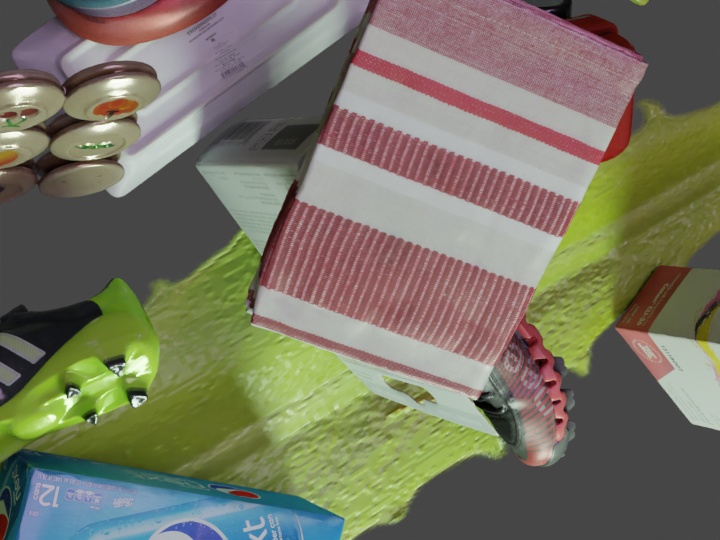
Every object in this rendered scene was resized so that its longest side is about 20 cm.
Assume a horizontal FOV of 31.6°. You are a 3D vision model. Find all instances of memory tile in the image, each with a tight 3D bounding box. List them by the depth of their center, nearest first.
[{"bbox_3d":[-0.206,-0.060,0.644,0.198,0.153,0.017,-10,77,-26],"label":"memory tile"}]

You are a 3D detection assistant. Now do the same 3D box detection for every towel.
[{"bbox_3d":[0.040,-0.042,0.642,0.143,0.023,0.202,19,108,-16],"label":"towel"}]

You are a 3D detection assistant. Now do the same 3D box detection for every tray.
[{"bbox_3d":[-0.093,-0.141,0.744,0.199,0.022,0.108,-37,111,-7],"label":"tray"}]

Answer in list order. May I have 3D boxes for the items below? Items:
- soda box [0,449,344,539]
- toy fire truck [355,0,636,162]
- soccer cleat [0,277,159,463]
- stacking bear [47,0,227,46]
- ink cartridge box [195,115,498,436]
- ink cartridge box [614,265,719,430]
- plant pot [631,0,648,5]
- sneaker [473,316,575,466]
[{"bbox_3d":[-0.114,0.156,0.750,0.198,0.068,0.065,15,86,-28],"label":"soda box"},{"bbox_3d":[0.107,-0.104,0.761,0.174,0.200,0.130,-16,122,-26],"label":"toy fire truck"},{"bbox_3d":[-0.207,0.067,0.700,0.198,0.081,0.068,-21,133,-6],"label":"soccer cleat"},{"bbox_3d":[-0.139,-0.201,0.627,0.114,0.200,0.121,-45,76,-6],"label":"stacking bear"},{"bbox_3d":[0.000,0.000,0.750,0.047,0.160,0.201,-44,112,-17],"label":"ink cartridge box"},{"bbox_3d":[0.287,0.064,0.886,0.117,0.199,0.068,47,72,-22],"label":"ink cartridge box"},{"bbox_3d":[0.209,-0.302,0.833,0.199,0.181,0.200,36,76,-25],"label":"plant pot"},{"bbox_3d":[0.074,0.050,0.844,0.097,0.071,0.202,-29,104,-24],"label":"sneaker"}]
